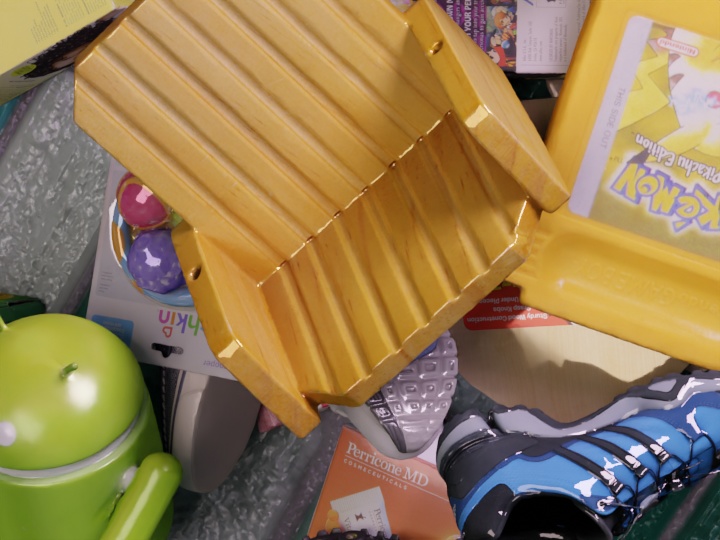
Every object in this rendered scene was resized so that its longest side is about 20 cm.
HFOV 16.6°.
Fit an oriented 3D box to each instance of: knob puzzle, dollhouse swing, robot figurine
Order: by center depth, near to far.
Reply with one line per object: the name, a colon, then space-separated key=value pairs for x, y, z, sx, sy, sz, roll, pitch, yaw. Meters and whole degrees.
dollhouse swing: x=-0.035 y=-0.062 z=1.310 sx=0.200 sy=0.176 sz=0.182 roll=-41 pitch=37 yaw=14
knob puzzle: x=0.120 y=-0.001 z=1.418 sx=0.220 sy=0.030 sz=0.220 roll=3 pitch=98 yaw=19
robot figurine: x=-0.175 y=0.110 z=1.450 sx=0.175 sy=0.116 sz=0.200 roll=28 pitch=142 yaw=34

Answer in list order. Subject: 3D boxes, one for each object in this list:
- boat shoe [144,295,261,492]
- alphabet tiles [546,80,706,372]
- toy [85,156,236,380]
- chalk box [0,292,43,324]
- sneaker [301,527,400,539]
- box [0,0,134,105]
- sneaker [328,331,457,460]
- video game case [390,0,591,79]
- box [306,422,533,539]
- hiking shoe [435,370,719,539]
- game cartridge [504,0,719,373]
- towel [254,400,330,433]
boat shoe: x=-0.109 y=0.029 z=1.499 sx=0.093 sy=0.075 sz=0.200 roll=11 pitch=89 yaw=29
alphabet tiles: x=0.187 y=-0.048 z=1.408 sx=0.196 sy=0.015 sz=0.200 roll=-28 pitch=83 yaw=26
toy: x=-0.106 y=-0.043 z=1.438 sx=0.115 sy=0.047 sz=0.200 roll=10 pitch=88 yaw=23
chalk box: x=-0.281 y=0.075 z=1.571 sx=0.200 sy=0.124 sz=0.125 roll=9 pitch=97 yaw=22
sneaker: x=0.043 y=0.207 z=1.363 sx=0.200 sy=0.072 sz=0.072 roll=26 pitch=130 yaw=25
box: x=-0.223 y=-0.141 z=1.553 sx=0.200 sy=0.075 sz=0.050 roll=-25 pitch=84 yaw=25
sneaker: x=-0.003 y=0.047 z=1.421 sx=0.200 sy=0.074 sz=0.087 roll=-118 pitch=39 yaw=-50
video game case: x=0.069 y=-0.207 z=1.393 sx=0.181 sy=0.036 sz=0.200 roll=0 pitch=89 yaw=1
box: x=0.031 y=0.197 z=1.454 sx=0.124 sy=0.097 sz=0.200 roll=22 pitch=102 yaw=20
hiking shoe: x=0.143 y=0.115 z=1.344 sx=0.200 sy=0.074 sz=0.087 roll=-11 pitch=50 yaw=3
game cartridge: x=0.186 y=-0.052 z=1.353 sx=0.176 sy=0.032 sz=0.200 roll=19 pitch=97 yaw=6
towel: x=0.000 y=0.000 z=1.493 sx=0.200 sy=0.023 sz=0.144 roll=-22 pitch=85 yaw=23
